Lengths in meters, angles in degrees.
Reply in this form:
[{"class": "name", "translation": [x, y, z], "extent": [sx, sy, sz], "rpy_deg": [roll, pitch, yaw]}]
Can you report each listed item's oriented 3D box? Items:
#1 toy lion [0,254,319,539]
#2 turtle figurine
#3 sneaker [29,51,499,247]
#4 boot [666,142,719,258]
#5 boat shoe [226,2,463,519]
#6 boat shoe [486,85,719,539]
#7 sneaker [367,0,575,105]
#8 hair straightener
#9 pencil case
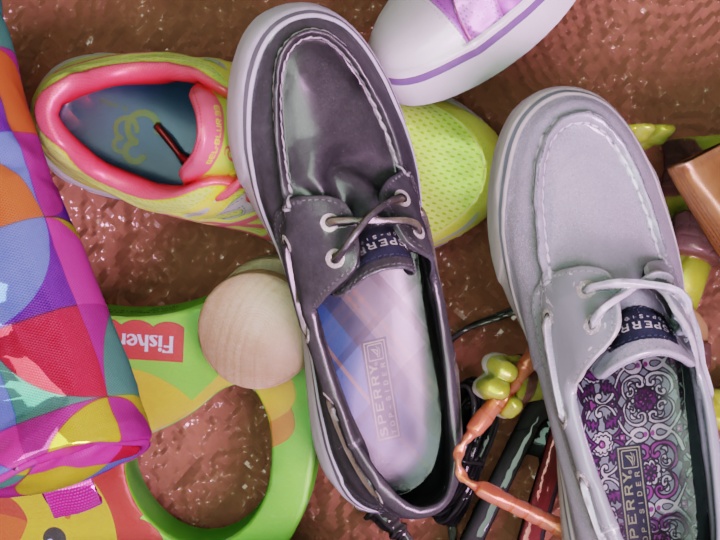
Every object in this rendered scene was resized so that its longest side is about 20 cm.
[{"class": "toy lion", "translation": [-0.116, 0.087, 0.938], "extent": [0.199, 0.069, 0.193], "rpy_deg": [3, 98, 4]}, {"class": "turtle figurine", "translation": [0.124, 0.027, 0.908], "extent": [0.199, 0.064, 0.162], "rpy_deg": [5, 85, -22]}, {"class": "sneaker", "translation": [-0.040, -0.045, 0.910], "extent": [0.199, 0.090, 0.079], "rpy_deg": [6, 90, 3]}, {"class": "boot", "translation": [0.175, 0.043, 0.858], "extent": [0.188, 0.068, 0.200], "rpy_deg": [-32, 97, -31]}, {"class": "boat shoe", "translation": [0.000, 0.000, 0.858], "extent": [0.070, 0.066, 0.201], "rpy_deg": [-12, 102, -19]}, {"class": "boat shoe", "translation": [0.097, 0.030, 0.824], "extent": [0.070, 0.071, 0.202], "rpy_deg": [-10, 87, -15]}, {"class": "sneaker", "translation": [0.054, -0.165, 0.887], "extent": [0.201, 0.073, 0.114], "rpy_deg": [-49, 128, -4]}, {"class": "hair straightener", "translation": [0.039, 0.099, 0.930], "extent": [0.077, 0.041, 0.201], "rpy_deg": [18, 92, 4]}, {"class": "pencil case", "translation": [-0.142, -0.007, 0.855], "extent": [0.088, 0.088, 0.201], "rpy_deg": [-20, 81, 5]}]
